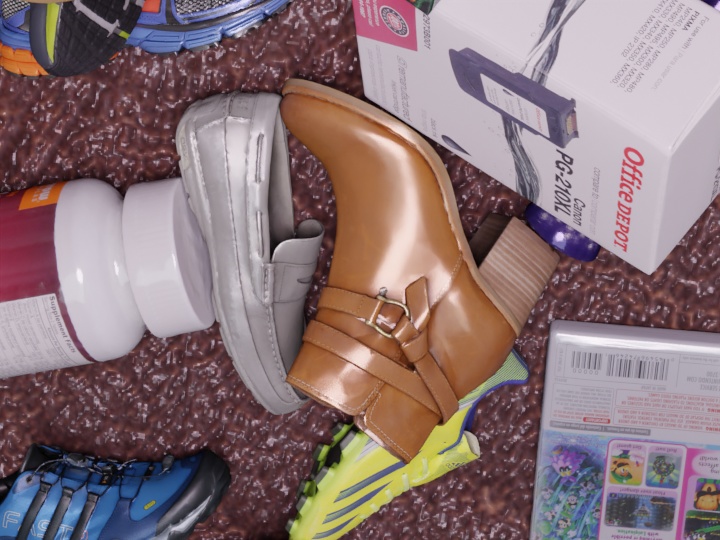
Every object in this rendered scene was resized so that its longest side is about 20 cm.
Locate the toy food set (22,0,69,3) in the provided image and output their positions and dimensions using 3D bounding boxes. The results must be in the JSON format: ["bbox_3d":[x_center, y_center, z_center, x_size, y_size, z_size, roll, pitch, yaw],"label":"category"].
[{"bbox_3d":[-0.126,-0.233,1.018,0.199,0.049,0.199,-11,74,-8],"label":"toy food set"}]

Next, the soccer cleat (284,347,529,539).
[{"bbox_3d":[0.027,0.112,1.230,0.083,0.065,0.200,33,113,-11],"label":"soccer cleat"}]

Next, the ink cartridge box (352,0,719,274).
[{"bbox_3d":[0.099,-0.106,1.041,0.199,0.145,0.084,33,72,18],"label":"ink cartridge box"}]

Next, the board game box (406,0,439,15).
[{"bbox_3d":[-0.016,-0.224,0.988,0.200,0.023,0.105,37,69,6],"label":"board game box"}]

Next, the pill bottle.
[{"bbox_3d":[-0.192,0.005,1.183,0.199,0.110,0.110,-10,112,11],"label":"pill bottle"}]

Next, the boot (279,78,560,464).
[{"bbox_3d":[0.000,0.000,1.142,0.200,0.077,0.156,39,83,-14],"label":"boot"}]

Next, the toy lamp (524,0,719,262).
[{"bbox_3d":[0.166,-0.098,1.126,0.058,0.058,0.201,31,112,-7],"label":"toy lamp"}]

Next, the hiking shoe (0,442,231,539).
[{"bbox_3d":[-0.180,0.148,1.263,0.199,0.074,0.087,-21,110,15],"label":"hiking shoe"}]

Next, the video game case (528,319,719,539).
[{"bbox_3d":[0.209,0.124,1.236,0.198,0.024,0.183,5,114,4],"label":"video game case"}]

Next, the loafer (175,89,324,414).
[{"bbox_3d":[-0.054,-0.009,1.182,0.069,0.070,0.201,-8,111,16],"label":"loafer"}]

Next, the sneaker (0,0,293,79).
[{"bbox_3d":[-0.119,-0.163,1.123,0.199,0.075,0.079,-10,109,9],"label":"sneaker"}]

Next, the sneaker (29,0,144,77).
[{"bbox_3d":[-0.165,-0.197,1.081,0.080,0.074,0.201,-11,69,28],"label":"sneaker"}]
